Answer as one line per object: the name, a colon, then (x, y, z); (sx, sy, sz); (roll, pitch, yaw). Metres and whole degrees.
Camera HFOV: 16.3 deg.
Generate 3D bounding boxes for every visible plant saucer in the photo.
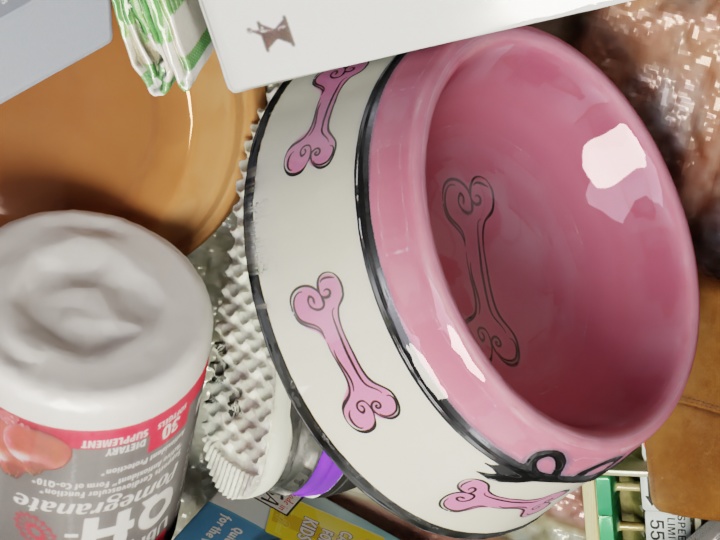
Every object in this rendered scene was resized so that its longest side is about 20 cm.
plant saucer: (-0.140, -0.079, 1.078); (0.199, 0.037, 0.202); (6, 116, 13)

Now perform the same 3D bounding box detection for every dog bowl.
dog bowl: (0.051, -0.004, 0.957); (0.074, 0.200, 0.201); (-20, 108, 40)

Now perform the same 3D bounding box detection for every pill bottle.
pill bottle: (-0.129, 0.079, 1.093); (0.110, 0.111, 0.201); (21, 137, 6)

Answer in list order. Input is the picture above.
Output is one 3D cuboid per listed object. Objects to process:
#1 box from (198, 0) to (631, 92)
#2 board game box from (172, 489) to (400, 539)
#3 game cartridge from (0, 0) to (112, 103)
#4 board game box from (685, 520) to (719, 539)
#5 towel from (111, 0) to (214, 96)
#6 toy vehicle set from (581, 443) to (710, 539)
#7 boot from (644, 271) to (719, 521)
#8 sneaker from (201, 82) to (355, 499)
box: (0.026, -0.194, 0.921); (0.199, 0.131, 0.200); (-10, 112, 21)
board game box: (-0.001, 0.177, 1.077); (0.199, 0.151, 0.047); (27, 123, 11)
game cartridge: (-0.176, -0.155, 0.966); (0.133, 0.040, 0.201); (-29, 117, -16)
board game box: (0.222, 0.171, 1.059); (0.200, 0.035, 0.126); (42, 118, -6)
towel: (-0.087, -0.182, 0.947); (0.023, 0.153, 0.201); (-12, 112, 17)
toy vehicle set: (0.159, 0.111, 1.085); (0.123, 0.027, 0.201); (0, 115, 16)
boot: (0.202, 0.022, 0.965); (0.199, 0.068, 0.190); (15, 111, 43)
sneaker: (0.000, 0.000, 1.061); (0.099, 0.069, 0.202); (8, 100, -30)
